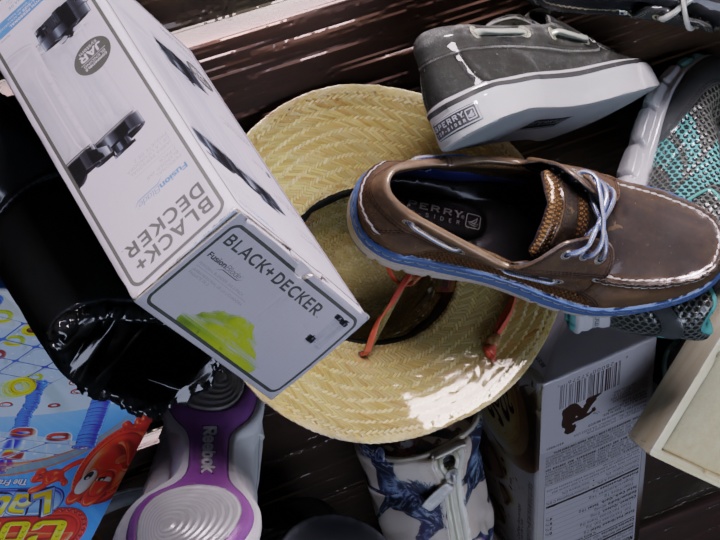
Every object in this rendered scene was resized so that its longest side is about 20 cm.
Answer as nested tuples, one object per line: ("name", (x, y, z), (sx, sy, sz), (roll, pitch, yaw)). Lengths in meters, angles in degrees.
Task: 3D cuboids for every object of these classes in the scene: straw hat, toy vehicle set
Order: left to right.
("straw hat", (0.000, 0.000, 1.261), (0.201, 0.201, 0.085), (-19, -178, -19))
("toy vehicle set", (0.253, 0.036, 1.323), (0.124, 0.027, 0.200), (26, 100, -27))

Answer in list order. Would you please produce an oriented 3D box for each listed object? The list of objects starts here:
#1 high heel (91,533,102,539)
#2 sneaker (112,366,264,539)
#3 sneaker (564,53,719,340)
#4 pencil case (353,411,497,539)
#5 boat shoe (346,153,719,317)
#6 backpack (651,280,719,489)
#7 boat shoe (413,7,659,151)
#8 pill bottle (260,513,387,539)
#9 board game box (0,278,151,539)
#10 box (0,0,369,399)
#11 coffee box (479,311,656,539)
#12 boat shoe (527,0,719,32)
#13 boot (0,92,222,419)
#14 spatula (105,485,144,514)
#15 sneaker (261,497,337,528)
("high heel", (-0.237, 0.196, 1.303), (0.200, 0.067, 0.096), (-5, 117, -37))
("sneaker", (-0.084, 0.138, 1.268), (0.075, 0.200, 0.100), (7, 131, 6))
("sneaker", (0.183, -0.035, 1.299), (0.078, 0.091, 0.200), (81, 31, -53))
("pencil case", (0.053, 0.169, 1.426), (0.078, 0.089, 0.200), (-16, 116, -2))
("boat shoe", (0.096, -0.019, 1.194), (0.200, 0.072, 0.072), (4, 168, -9))
("backpack", (0.250, 0.046, 1.430), (0.176, 0.153, 0.200), (-38, 120, -4))
("boat shoe", (0.094, -0.106, 1.231), (0.071, 0.064, 0.200), (-25, 173, 30))
("pill bottle", (-0.053, 0.212, 1.345), (0.112, 0.112, 0.200), (-6, 158, -31))
("board game box", (-0.203, 0.066, 1.214), (0.200, 0.056, 0.196), (2, 129, -37))
("box", (-0.087, -0.047, 1.062), (0.060, 0.200, 0.117), (-40, 142, 7))
("coffee box", (0.111, 0.080, 1.410), (0.080, 0.113, 0.200), (-22, 141, -16))
("boat shoe", (0.171, -0.159, 1.240), (0.200, 0.068, 0.072), (-5, 135, -30))
("boot", (-0.156, -0.015, 1.076), (0.073, 0.162, 0.198), (-48, 140, 15))
("spatula", (-0.145, 0.138, 1.358), (0.200, 0.021, 0.057), (-29, 127, -3))
("sneaker", (-0.004, 0.185, 1.481), (0.115, 0.075, 0.200), (-22, 151, -22))
